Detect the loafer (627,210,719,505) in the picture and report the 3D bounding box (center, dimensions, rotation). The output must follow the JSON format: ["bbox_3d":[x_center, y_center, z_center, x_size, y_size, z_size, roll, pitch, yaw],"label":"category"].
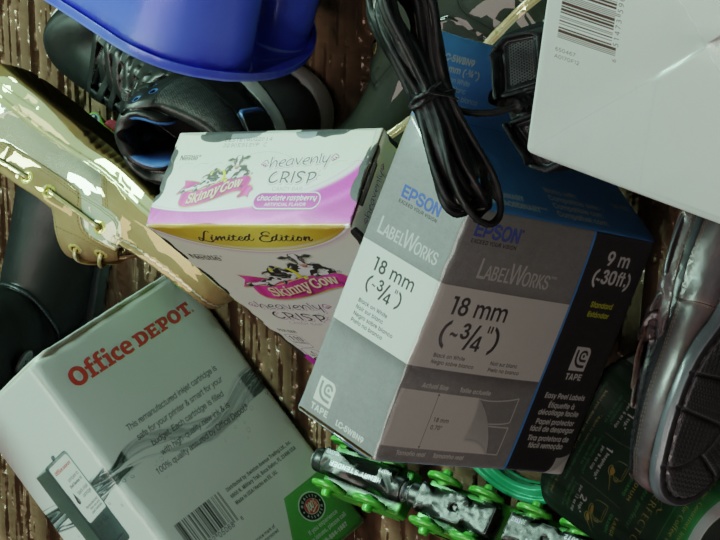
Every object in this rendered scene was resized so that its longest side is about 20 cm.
[{"bbox_3d":[0.173,0.016,1.057,0.063,0.072,0.200,20,89,45],"label":"loafer"}]

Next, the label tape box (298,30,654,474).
[{"bbox_3d":[0.070,-0.003,1.058,0.063,0.144,0.200,31,106,43],"label":"label tape box"}]

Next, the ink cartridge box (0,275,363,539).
[{"bbox_3d":[-0.116,0.121,1.312,0.200,0.147,0.083,54,133,2],"label":"ink cartridge box"}]

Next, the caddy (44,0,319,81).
[{"bbox_3d":[-0.109,-0.174,1.156,0.200,0.141,0.105,33,126,20],"label":"caddy"}]

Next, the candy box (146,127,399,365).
[{"bbox_3d":[0.000,0.000,1.146,0.136,0.061,0.200,1,151,37],"label":"candy box"}]

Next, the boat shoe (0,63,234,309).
[{"bbox_3d":[-0.148,-0.037,1.225,0.200,0.074,0.066,40,100,18],"label":"boat shoe"}]

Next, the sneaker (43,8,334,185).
[{"bbox_3d":[-0.125,-0.106,1.221,0.200,0.112,0.073,21,121,26],"label":"sneaker"}]

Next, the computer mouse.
[{"bbox_3d":[0.084,-0.109,1.019,0.046,0.200,0.141,-19,95,56],"label":"computer mouse"}]

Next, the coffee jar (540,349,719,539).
[{"bbox_3d":[0.194,0.134,1.093,0.200,0.085,0.104,40,111,33],"label":"coffee jar"}]

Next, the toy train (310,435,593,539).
[{"bbox_3d":[0.059,0.144,1.253,0.200,0.042,0.056,17,166,31],"label":"toy train"}]

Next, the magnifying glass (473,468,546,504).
[{"bbox_3d":[0.049,0.074,1.250,0.200,0.022,0.080,23,125,23],"label":"magnifying glass"}]

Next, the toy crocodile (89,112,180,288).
[{"bbox_3d":[-0.125,-0.043,1.288,0.200,0.068,0.062,40,87,17],"label":"toy crocodile"}]

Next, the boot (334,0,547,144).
[{"bbox_3d":[0.022,-0.139,1.131,0.200,0.077,0.138,-37,84,30],"label":"boot"}]

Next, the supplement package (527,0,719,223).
[{"bbox_3d":[0.192,-0.126,0.916,0.151,0.200,0.152,23,124,27],"label":"supplement package"}]

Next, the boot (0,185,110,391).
[{"bbox_3d":[-0.238,0.028,1.315,0.066,0.200,0.165,16,122,30],"label":"boot"}]
